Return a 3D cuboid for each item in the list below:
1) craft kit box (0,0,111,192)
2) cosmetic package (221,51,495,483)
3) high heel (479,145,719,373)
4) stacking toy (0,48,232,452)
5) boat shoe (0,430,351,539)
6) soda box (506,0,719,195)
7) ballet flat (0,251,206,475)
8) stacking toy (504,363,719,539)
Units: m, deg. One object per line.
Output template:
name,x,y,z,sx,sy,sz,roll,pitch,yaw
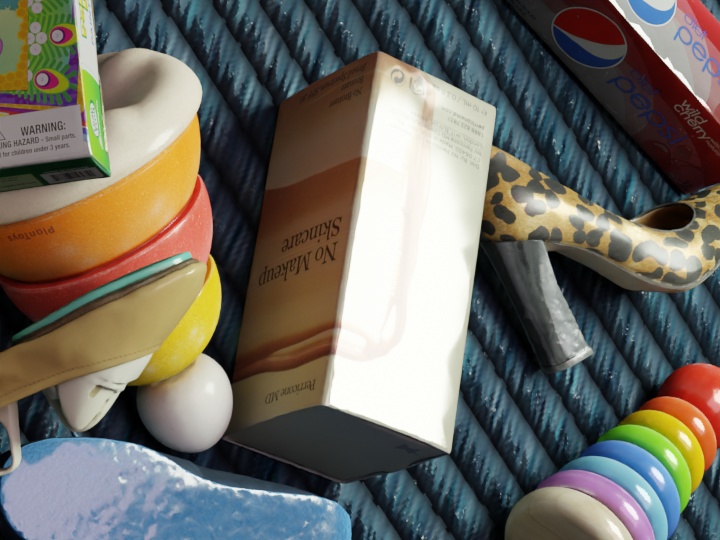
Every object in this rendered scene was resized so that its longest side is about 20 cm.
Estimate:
craft kit box,-0.219,-0.127,0.993,0.049,0.199,0.199,58,24,-76
cosmetic package,0.000,0.000,1.180,0.087,0.103,0.201,22,63,-31
high heel,0.151,-0.048,1.332,0.200,0.071,0.143,-34,106,-31
stacking toy,-0.118,0.006,1.090,0.146,0.146,0.201,-44,125,-38
boat shoe,-0.100,0.131,1.087,0.199,0.068,0.085,22,73,-32
soda box,0.175,-0.142,1.381,0.200,0.070,0.064,44,53,-21
ballet flat,-0.152,0.055,1.008,0.069,0.199,0.063,-26,94,-83
stacking toy,0.169,0.119,1.301,0.200,0.085,0.086,-38,102,-43
